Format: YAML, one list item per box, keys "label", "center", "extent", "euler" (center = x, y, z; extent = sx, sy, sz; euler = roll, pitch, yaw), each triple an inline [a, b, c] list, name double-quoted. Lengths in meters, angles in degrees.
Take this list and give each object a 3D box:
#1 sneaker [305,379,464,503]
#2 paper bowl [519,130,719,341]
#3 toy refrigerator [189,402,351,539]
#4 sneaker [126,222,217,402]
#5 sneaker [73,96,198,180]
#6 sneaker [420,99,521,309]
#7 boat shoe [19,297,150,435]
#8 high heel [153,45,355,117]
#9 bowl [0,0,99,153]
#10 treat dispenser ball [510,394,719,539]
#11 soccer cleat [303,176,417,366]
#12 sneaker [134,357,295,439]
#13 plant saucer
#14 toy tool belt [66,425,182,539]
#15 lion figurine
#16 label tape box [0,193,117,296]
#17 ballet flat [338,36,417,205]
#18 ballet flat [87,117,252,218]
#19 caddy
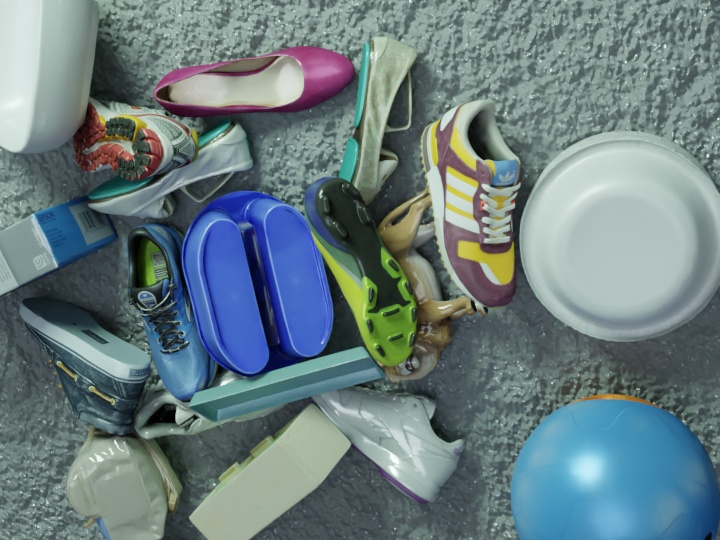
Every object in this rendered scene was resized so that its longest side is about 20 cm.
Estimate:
- label: "sneaker"
  center: [0.024, 0.159, 1.170]
  extent: [0.200, 0.075, 0.100]
  euler: [39, 85, 5]
- label: "paper bowl"
  center: [0.254, -0.029, 1.043]
  extent: [0.199, 0.104, 0.203]
  euler: [3, 105, 12]
- label: "toy refrigerator"
  center: [-0.103, 0.228, 1.168]
  extent: [0.070, 0.076, 0.200]
  euler: [45, 130, 0]
- label: "sneaker"
  center: [-0.214, 0.045, 1.154]
  extent: [0.078, 0.089, 0.202]
  euler: [-20, 82, 13]
- label: "sneaker"
  center: [-0.240, -0.136, 1.123]
  extent: [0.199, 0.082, 0.079]
  euler: [25, 116, 45]
- label: "sneaker"
  center: [0.119, -0.065, 1.045]
  extent: [0.090, 0.074, 0.202]
  euler: [-27, 78, 53]
- label: "boat shoe"
  center: [-0.319, 0.104, 1.199]
  extent: [0.199, 0.071, 0.092]
  euler: [27, 108, 32]
- label: "high heel"
  center: [-0.109, -0.191, 1.093]
  extent: [0.198, 0.096, 0.068]
  euler: [1, 103, 13]
- label: "bowl"
  center: [-0.334, -0.226, 1.115]
  extent: [0.199, 0.074, 0.202]
  euler: [30, 112, 51]
- label: "treat dispenser ball"
  center: [0.247, 0.222, 1.051]
  extent: [0.199, 0.201, 0.203]
  euler: [3, 104, 13]
- label: "soccer cleat"
  center: [0.001, -0.001, 1.078]
  extent: [0.064, 0.084, 0.202]
  euler: [-26, 101, -18]
- label: "sneaker"
  center: [-0.160, 0.146, 1.195]
  extent: [0.198, 0.081, 0.076]
  euler: [-18, 97, 15]
- label: "plant saucer"
  center: [-0.076, 0.118, 1.115]
  extent: [0.198, 0.070, 0.019]
  euler: [-17, 64, 11]
- label: "toy tool belt"
  center: [-0.266, 0.268, 1.246]
  extent: [0.124, 0.123, 0.202]
  euler: [-23, 107, -10]
- label: "lion figurine"
  center: [0.056, 0.010, 1.125]
  extent: [0.122, 0.072, 0.202]
  euler: [-16, 85, 24]
- label: "label tape box"
  center: [-0.387, -0.009, 1.177]
  extent: [0.199, 0.143, 0.067]
  euler: [-21, 98, 17]
- label: "ballet flat"
  center: [0.018, -0.134, 1.096]
  extent: [0.062, 0.068, 0.202]
  euler: [9, 108, -10]
- label: "ballet flat"
  center: [-0.203, -0.094, 1.161]
  extent: [0.199, 0.069, 0.070]
  euler: [-24, 97, 17]
- label: "caddy"
  center: [-0.108, 0.016, 1.132]
  extent: [0.140, 0.105, 0.202]
  euler: [-14, 97, -16]
